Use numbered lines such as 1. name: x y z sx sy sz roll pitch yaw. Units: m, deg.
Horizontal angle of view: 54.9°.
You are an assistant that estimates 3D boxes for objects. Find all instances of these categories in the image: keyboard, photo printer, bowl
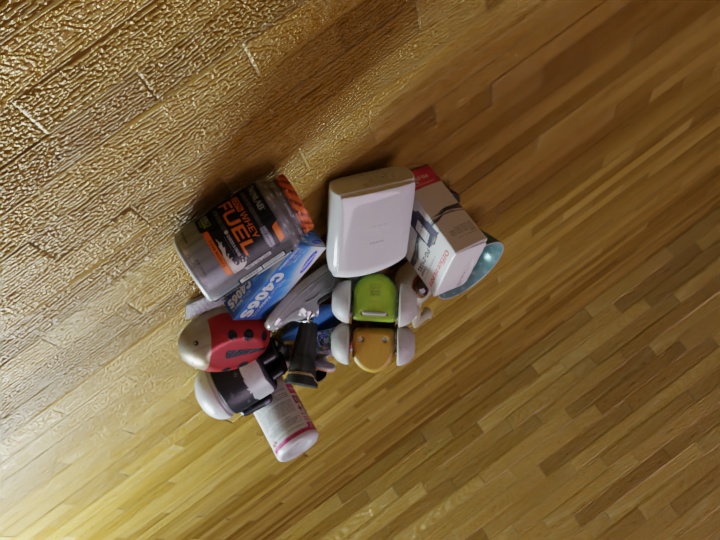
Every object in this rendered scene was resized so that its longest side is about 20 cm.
1. keyboard: -0.234 0.040 1.292 0.196 0.011 0.057 -24 153 -27
2. photo printer: 0.015 -0.080 1.271 0.162 0.070 0.204 -14 133 -23
3. bowl: 0.239 -0.036 1.686 0.198 0.106 0.202 -30 155 -15

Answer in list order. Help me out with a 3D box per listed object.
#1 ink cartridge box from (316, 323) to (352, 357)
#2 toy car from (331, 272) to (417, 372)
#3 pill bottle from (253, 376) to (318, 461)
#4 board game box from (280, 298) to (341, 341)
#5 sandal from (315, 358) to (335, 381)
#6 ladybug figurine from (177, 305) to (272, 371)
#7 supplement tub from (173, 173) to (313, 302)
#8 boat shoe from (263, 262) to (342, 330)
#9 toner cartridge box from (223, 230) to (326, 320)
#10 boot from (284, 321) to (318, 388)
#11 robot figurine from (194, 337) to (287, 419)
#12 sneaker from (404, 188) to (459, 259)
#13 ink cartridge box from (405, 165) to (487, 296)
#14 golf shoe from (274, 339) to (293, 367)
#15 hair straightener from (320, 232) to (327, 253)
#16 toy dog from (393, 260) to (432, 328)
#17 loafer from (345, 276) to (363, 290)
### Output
1. ink cartridge box: -0.023 0.154 1.574 0.195 0.052 0.109 -15 167 20
2. toy car: 0.028 0.095 1.419 0.169 0.150 0.206 2 109 2
3. pill bottle: -0.191 0.335 1.643 0.111 0.202 0.114 -28 156 -14
4. board game box: -0.097 0.098 1.550 0.157 0.040 0.197 -40 158 32
5. sandal: -0.112 0.233 1.628 0.077 0.061 0.206 16 178 -14
6. ladybug figurine: -0.250 0.137 1.329 0.196 0.072 0.139 -10 125 -37
7. supplement tub: -0.177 -0.054 1.066 0.198 0.124 0.123 -34 156 -7
8. boat shoe: -0.108 0.065 1.377 0.199 0.069 0.072 -41 175 -42
9. toner cartridge box: -0.158 0.009 1.275 0.200 0.043 0.094 -48 157 22
10. boot: -0.118 0.180 1.502 0.075 0.143 0.200 9 169 -8
11. robot figurine: -0.252 0.224 1.457 0.197 0.153 0.125 -31 170 -2
12. sneaker: 0.150 -0.098 1.499 0.089 0.067 0.202 -2 136 -48
13. ink cartridge box: 0.141 -0.077 1.360 0.083 0.202 0.146 -21 153 -27
14. golf shoe: -0.238 0.232 1.571 0.091 0.073 0.201 26 110 -41
15. hair straightener: 0.006 -0.105 1.339 0.200 0.041 0.077 -47 155 12
16. toy dog: 0.090 0.060 1.652 0.200 0.141 0.193 -43 121 18
17. loafer: 0.000 0.000 1.468 0.068 0.071 0.201 -27 155 1
